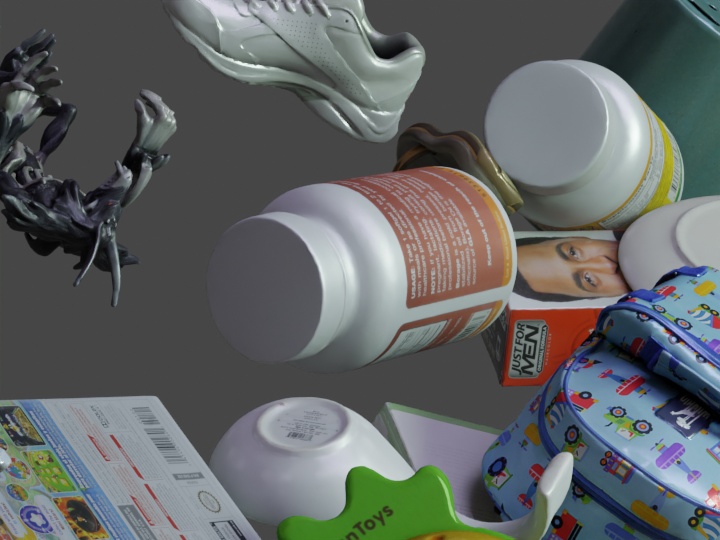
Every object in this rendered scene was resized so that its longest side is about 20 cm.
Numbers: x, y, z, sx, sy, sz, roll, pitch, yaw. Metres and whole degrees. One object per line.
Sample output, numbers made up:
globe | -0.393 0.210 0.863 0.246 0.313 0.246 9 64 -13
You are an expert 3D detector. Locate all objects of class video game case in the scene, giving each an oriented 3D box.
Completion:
video game case | -0.143 0.117 1.234 0.199 0.018 0.143 2 40 -47

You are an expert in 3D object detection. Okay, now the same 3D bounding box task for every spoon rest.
spoon rest | 0.014 0.113 1.320 0.199 0.061 0.099 9 33 23

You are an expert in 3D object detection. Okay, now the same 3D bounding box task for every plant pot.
plant pot | 0.230 -0.114 1.853 0.199 0.197 0.201 25 27 -13

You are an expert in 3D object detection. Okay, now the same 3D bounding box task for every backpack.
backpack | 0.172 0.102 1.378 0.182 0.135 0.200 39 31 22

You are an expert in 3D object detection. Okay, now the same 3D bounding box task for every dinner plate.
dinner plate | 0.266 -0.005 1.605 0.199 0.024 0.201 6 30 -4

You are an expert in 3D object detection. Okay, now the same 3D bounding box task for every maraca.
maraca | 0.040 0.179 1.219 0.137 0.107 0.200 -34 62 -19

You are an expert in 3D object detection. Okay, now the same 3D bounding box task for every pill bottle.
pill bottle | 0.000 0.000 1.490 0.112 0.112 0.200 44 27 22
pill bottle | 0.147 -0.078 1.680 0.113 0.113 0.200 42 5 18

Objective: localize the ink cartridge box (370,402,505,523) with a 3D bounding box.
ink cartridge box | 0.091 0.164 1.382 0.145 0.048 0.200 16 32 -31

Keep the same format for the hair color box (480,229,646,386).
hair color box | 0.179 0.023 1.623 0.199 0.062 0.102 -2 31 -11

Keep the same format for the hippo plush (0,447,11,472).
hippo plush | -0.258 0.132 0.985 0.199 0.160 0.161 24 54 17

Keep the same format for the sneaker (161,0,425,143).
sneaker | -0.043 -0.174 1.759 0.199 0.100 0.078 23 27 -19

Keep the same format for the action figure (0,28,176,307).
action figure | -0.174 -0.074 1.439 0.119 0.102 0.200 20 25 -49

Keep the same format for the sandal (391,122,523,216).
sandal | 0.053 -0.053 1.648 0.080 0.054 0.200 49 -7 -9
